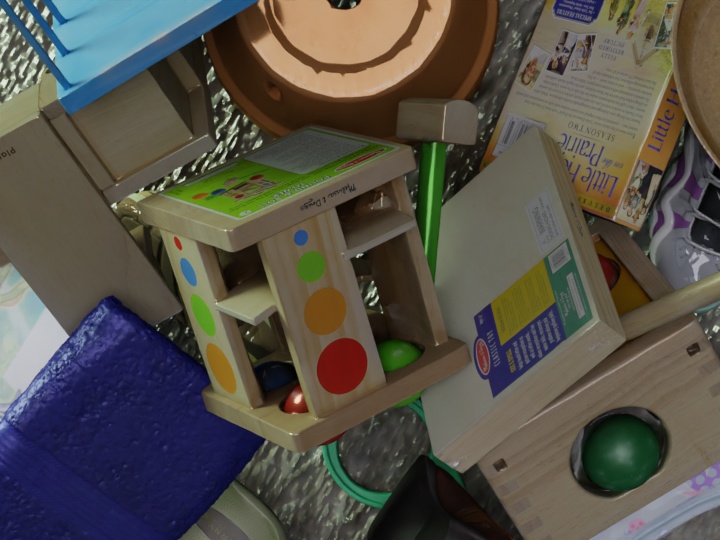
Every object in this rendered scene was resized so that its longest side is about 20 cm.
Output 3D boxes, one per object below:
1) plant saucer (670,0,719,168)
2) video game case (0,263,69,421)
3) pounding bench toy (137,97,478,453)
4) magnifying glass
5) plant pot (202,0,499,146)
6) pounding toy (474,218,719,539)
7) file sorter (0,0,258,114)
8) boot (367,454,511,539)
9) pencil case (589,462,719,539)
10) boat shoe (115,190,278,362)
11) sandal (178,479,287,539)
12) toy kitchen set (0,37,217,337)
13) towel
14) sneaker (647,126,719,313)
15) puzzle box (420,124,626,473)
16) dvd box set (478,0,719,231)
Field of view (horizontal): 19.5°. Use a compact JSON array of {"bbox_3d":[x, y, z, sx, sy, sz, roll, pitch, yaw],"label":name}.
[{"bbox_3d":[0.271,-0.116,1.256,0.200,0.035,0.200,4,74,-16],"label":"plant saucer"},{"bbox_3d":[-0.253,0.073,1.405,0.200,0.022,0.183,-5,92,2],"label":"video game case"},{"bbox_3d":[0.000,0.000,1.247,0.200,0.124,0.156,-26,111,-24],"label":"pounding bench toy"},{"bbox_3d":[0.057,0.155,1.403,0.200,0.022,0.080,42,93,2],"label":"magnifying glass"},{"bbox_3d":[-0.008,-0.171,1.333,0.200,0.140,0.200,0,92,1],"label":"plant pot"},{"bbox_3d":[0.143,0.058,1.285,0.184,0.200,0.142,-31,118,2],"label":"pounding toy"},{"bbox_3d":[-0.149,-0.213,1.234,0.139,0.200,0.123,-30,120,8],"label":"file sorter"},{"bbox_3d":[0.109,0.203,1.320,0.200,0.188,0.069,35,85,-14],"label":"boot"},{"bbox_3d":[0.200,0.130,1.364,0.200,0.083,0.091,-26,65,3],"label":"pencil case"},{"bbox_3d":[-0.074,0.012,1.383,0.200,0.072,0.076,44,59,8],"label":"boat shoe"},{"bbox_3d":[-0.133,0.137,1.361,0.201,0.057,0.080,32,92,9],"label":"sandal"},{"bbox_3d":[-0.180,-0.068,1.340,0.200,0.181,0.163,-28,121,9],"label":"toy kitchen set"},{"bbox_3d":[-0.168,0.125,1.306,0.148,0.050,0.200,40,96,-26],"label":"towel"},{"bbox_3d":[0.239,-0.068,1.328,0.078,0.140,0.200,17,91,2],"label":"sneaker"},{"bbox_3d":[0.084,0.014,1.267,0.133,0.200,0.025,-41,123,22],"label":"puzzle box"},{"bbox_3d":[0.162,-0.136,1.334,0.029,0.146,0.200,20,92,-35],"label":"dvd box set"}]
